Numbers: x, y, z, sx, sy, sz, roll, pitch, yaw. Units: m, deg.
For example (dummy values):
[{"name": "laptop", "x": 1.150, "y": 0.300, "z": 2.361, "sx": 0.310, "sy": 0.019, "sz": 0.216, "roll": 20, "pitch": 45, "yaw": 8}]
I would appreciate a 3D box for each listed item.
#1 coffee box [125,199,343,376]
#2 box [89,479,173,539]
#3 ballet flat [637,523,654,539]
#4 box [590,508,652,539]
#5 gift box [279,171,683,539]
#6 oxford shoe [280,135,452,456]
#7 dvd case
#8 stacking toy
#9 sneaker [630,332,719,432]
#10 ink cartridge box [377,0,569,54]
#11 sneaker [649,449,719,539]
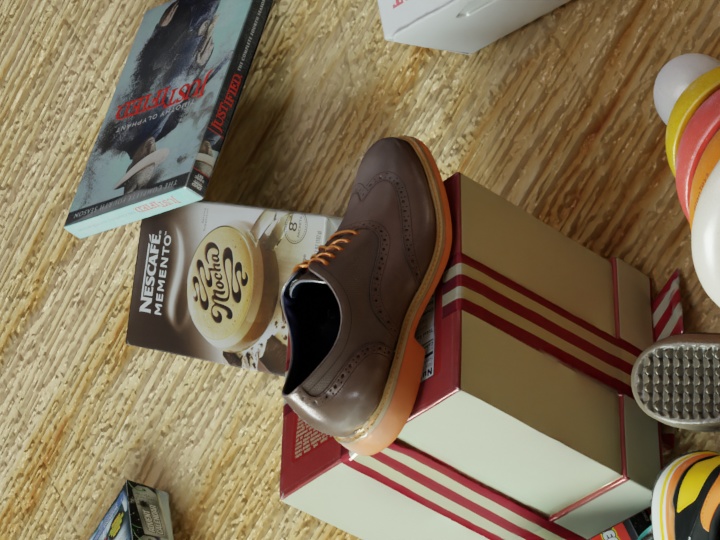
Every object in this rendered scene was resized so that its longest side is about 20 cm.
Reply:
[{"name": "coffee box", "x": -0.068, "y": 0.012, "z": 1.640, "sx": 0.200, "sy": 0.080, "sz": 0.113, "roll": 7, "pitch": 91, "yaw": 47}, {"name": "box", "x": -0.197, "y": 0.273, "z": 1.750, "sx": 0.200, "sy": 0.040, "sz": 0.137, "roll": -57, "pitch": 27, "yaw": 27}, {"name": "ballet flat", "x": 0.161, "y": 0.178, "z": 1.337, "sx": 0.200, "sy": 0.068, "sz": 0.068, "roll": -27, "pitch": 71, "yaw": -1}, {"name": "box", "x": 0.164, "y": 0.255, "z": 1.397, "sx": 0.137, "sy": 0.038, "sz": 0.200, "roll": -47, "pitch": 54, "yaw": 34}, {"name": "gift box", "x": 0.079, "y": 0.061, "z": 1.404, "sx": 0.185, "sy": 0.187, "sz": 0.200, "roll": -30, "pitch": 41, "yaw": 41}, {"name": "oxford shoe", "x": 0.000, "y": 0.000, "z": 1.316, "sx": 0.071, "sy": 0.073, "sz": 0.200, "roll": -29, "pitch": 42, "yaw": 42}, {"name": "dvd case", "x": -0.135, "y": -0.123, "z": 1.707, "sx": 0.146, "sy": 0.022, "sz": 0.200, "roll": -14, "pitch": 50, "yaw": 46}, {"name": "stacking toy", "x": 0.220, "y": -0.073, "z": 1.326, "sx": 0.146, "sy": 0.146, "sz": 0.200, "roll": -63, "pitch": 30, "yaw": 22}, {"name": "sneaker", "x": 0.254, "y": 0.065, "z": 1.304, "sx": 0.200, "sy": 0.076, "sz": 0.070, "roll": 10, "pitch": 95, "yaw": 25}, {"name": "ink cartridge box", "x": 0.073, "y": -0.258, "z": 1.510, "sx": 0.145, "sy": 0.084, "sz": 0.200, "roll": -26, "pitch": 68, "yaw": 43}, {"name": "sneaker", "x": 0.209, "y": 0.197, "z": 1.263, "sx": 0.090, "sy": 0.070, "sz": 0.200, "roll": 174, "pitch": 83, "yaw": -74}]
